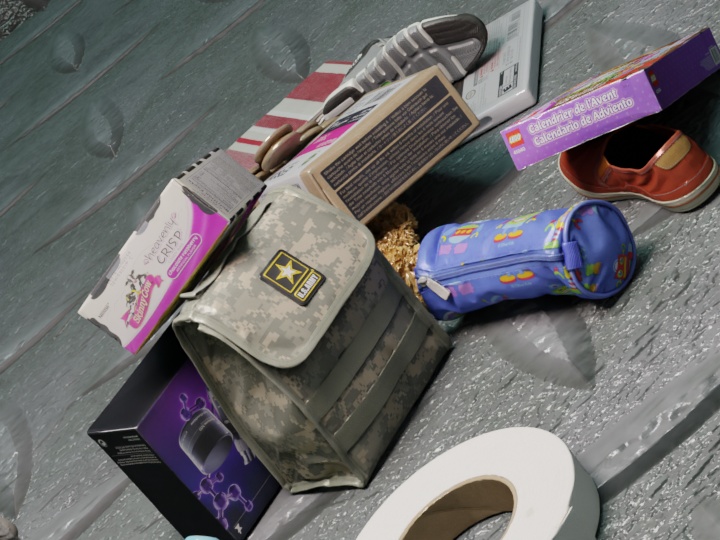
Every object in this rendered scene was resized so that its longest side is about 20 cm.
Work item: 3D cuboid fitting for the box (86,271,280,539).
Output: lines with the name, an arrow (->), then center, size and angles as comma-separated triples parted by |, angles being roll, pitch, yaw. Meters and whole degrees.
box -> -0.111, 0.109, 1.659 | 0.079, 0.141, 0.200 | -8, 39, 48

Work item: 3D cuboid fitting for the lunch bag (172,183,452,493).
lunch bag -> -0.044, 0.050, 1.592 | 0.117, 0.200, 0.164 | -12, 34, 47

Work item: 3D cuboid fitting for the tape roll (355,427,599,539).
tape roll -> 0.074, 0.192, 1.369 | 0.202, 0.037, 0.203 | -31, 24, 16

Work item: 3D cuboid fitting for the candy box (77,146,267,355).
candy box -> -0.150, -0.020, 1.633 | 0.137, 0.061, 0.200 | -53, 1, 13

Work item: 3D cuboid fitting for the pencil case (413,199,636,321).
pencil case -> 0.125, -0.007, 1.595 | 0.087, 0.078, 0.199 | -20, 6, -40

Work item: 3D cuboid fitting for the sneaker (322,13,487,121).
sneaker -> 0.047, -0.226, 2.057 | 0.199, 0.075, 0.116 | -29, 24, 25

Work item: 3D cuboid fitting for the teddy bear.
teddy bear -> 0.000, 0.000, 1.784 | 0.145, 0.067, 0.200 | -36, 22, 12

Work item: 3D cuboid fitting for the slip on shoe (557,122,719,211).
slip on shoe -> 0.222, -0.095, 1.637 | 0.074, 0.061, 0.200 | -45, 23, -10

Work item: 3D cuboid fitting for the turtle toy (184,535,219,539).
turtle toy -> -0.129, 0.270, 1.444 | 0.145, 0.101, 0.200 | -36, 23, 8

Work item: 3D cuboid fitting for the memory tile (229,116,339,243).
memory tile -> -0.100, -0.074, 1.971 | 0.200, 0.017, 0.153 | -51, -13, 27

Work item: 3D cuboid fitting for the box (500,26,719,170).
box -> 0.215, -0.147, 1.670 | 0.136, 0.039, 0.200 | -23, 5, 29

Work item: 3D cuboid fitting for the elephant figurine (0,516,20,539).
elephant figurine -> -0.407, 0.296, 1.795 | 0.201, 0.141, 0.155 | -63, 0, -14

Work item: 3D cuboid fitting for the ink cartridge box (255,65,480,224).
ink cartridge box -> 0.000, -0.102, 1.843 | 0.165, 0.075, 0.200 | -40, 10, -17

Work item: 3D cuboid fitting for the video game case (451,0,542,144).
video game case -> 0.103, -0.183, 2.018 | 0.181, 0.023, 0.200 | -28, 27, 23

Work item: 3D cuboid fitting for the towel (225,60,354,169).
towel -> -0.079, -0.168, 2.262 | 0.200, 0.023, 0.144 | -43, 21, -13
